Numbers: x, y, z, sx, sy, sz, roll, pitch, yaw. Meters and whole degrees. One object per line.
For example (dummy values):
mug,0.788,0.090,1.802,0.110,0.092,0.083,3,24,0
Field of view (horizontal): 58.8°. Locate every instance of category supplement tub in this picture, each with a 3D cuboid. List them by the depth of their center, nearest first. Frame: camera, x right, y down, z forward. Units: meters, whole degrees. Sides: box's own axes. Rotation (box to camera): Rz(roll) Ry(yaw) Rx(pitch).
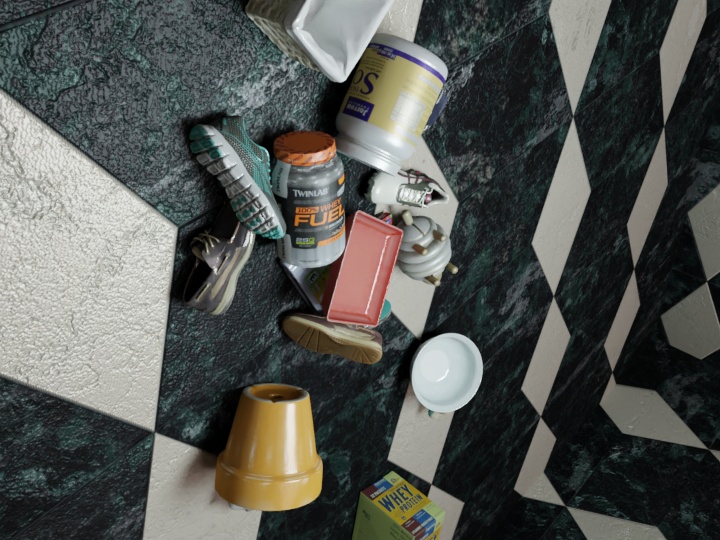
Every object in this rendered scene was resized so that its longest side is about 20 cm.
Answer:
supplement tub,-0.086,-0.116,1.042,0.122,0.122,0.201,-29,133,-35
supplement tub,0.045,-0.274,1.074,0.145,0.145,0.200,15,101,-53

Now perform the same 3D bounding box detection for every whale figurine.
whale figurine,0.229,0.337,1.763,0.159,0.104,0.200,-43,165,-23

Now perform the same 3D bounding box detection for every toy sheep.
toy sheep,0.127,-0.048,1.337,0.138,0.138,0.200,-41,132,-24

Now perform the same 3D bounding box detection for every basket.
basket,-0.048,-0.395,0.903,0.200,0.123,0.136,-58,144,-2

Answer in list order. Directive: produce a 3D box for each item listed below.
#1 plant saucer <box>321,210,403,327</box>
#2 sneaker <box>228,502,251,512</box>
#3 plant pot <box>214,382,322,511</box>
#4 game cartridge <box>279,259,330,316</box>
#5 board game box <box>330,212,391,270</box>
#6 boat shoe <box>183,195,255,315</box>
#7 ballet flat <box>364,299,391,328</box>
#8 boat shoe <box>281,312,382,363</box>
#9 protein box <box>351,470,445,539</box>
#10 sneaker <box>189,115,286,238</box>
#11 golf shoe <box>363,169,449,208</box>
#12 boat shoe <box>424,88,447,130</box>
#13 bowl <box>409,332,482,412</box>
plant saucer,0.000,0.000,1.193,0.200,0.037,0.200,16,90,-62
sneaker,-0.211,0.457,1.327,0.088,0.074,0.200,-30,158,7
plant pot,-0.166,0.316,1.196,0.200,0.200,0.184,-2,99,-49
game cartridge,-0.066,-0.002,1.217,0.133,0.040,0.200,-52,143,-19
board game box,0.005,-0.033,1.242,0.200,0.019,0.103,-36,134,-49
boat shoe,-0.220,-0.026,0.984,0.073,0.074,0.201,9,101,-46
ballet flat,-0.021,0.112,1.333,0.200,0.072,0.072,-23,130,-40
boat shoe,-0.051,0.115,1.227,0.072,0.199,0.072,114,-10,-45
protein box,0.100,0.704,1.744,0.135,0.198,0.201,-18,126,-43
sneaker,-0.158,-0.141,0.939,0.091,0.077,0.200,-47,116,-36
golf shoe,0.093,-0.161,1.259,0.200,0.088,0.077,-10,123,-45
boat shoe,0.094,-0.274,1.195,0.200,0.075,0.093,-54,150,2
bowl,0.202,0.250,1.627,0.200,0.090,0.202,-2,97,-21
